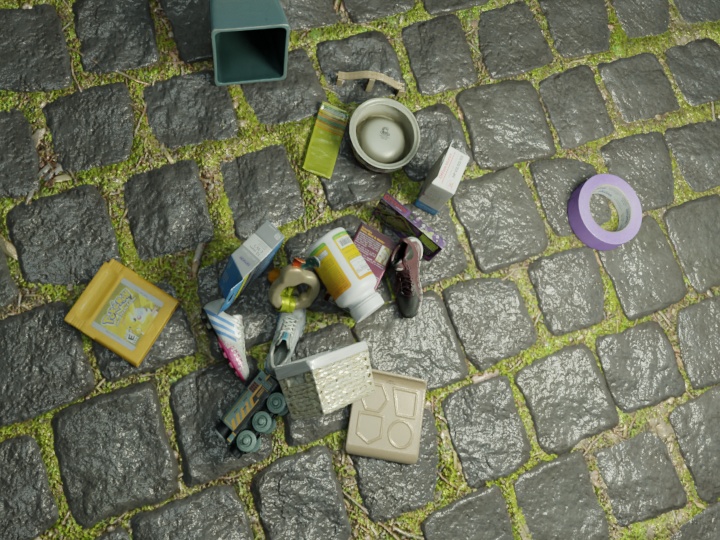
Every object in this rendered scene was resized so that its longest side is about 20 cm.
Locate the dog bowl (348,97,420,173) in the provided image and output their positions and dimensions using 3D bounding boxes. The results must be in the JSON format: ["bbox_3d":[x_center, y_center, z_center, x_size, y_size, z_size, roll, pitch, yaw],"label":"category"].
[{"bbox_3d":[0.058,-0.350,1.719,0.194,0.074,0.206,3,75,-11],"label":"dog bowl"}]

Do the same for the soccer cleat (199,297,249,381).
[{"bbox_3d":[-0.299,0.156,1.514,0.085,0.070,0.203,-30,83,-17],"label":"soccer cleat"}]

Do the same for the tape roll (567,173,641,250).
[{"bbox_3d":[0.685,-0.163,1.811,0.194,0.066,0.206,3,75,-11],"label":"tape roll"}]

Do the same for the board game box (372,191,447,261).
[{"bbox_3d":[0.122,-0.110,1.647,0.199,0.120,0.033,40,68,-1],"label":"board game box"}]

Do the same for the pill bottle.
[{"bbox_3d":[-0.031,0.014,1.496,0.110,0.111,0.203,-31,82,-17],"label":"pill bottle"}]

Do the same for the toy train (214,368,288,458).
[{"bbox_3d":[-0.244,0.325,1.476,0.113,0.085,0.201,37,80,13],"label":"toy train"}]

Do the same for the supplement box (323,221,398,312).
[{"bbox_3d":[0.000,0.000,1.610,0.108,0.086,0.204,28,72,-3],"label":"supplement box"}]

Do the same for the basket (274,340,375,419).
[{"bbox_3d":[-0.076,0.250,1.470,0.197,0.134,0.127,-11,84,-48],"label":"basket"}]

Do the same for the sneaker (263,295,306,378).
[{"bbox_3d":[-0.173,0.153,1.535,0.073,0.087,0.205,15,72,-5],"label":"sneaker"}]

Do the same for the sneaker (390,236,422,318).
[{"bbox_3d":[0.103,0.016,1.595,0.074,0.115,0.207,0,88,26],"label":"sneaker"}]

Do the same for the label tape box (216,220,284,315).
[{"bbox_3d":[-0.273,-0.005,1.494,0.066,0.144,0.200,41,53,1],"label":"label tape box"}]

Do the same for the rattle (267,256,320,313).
[{"bbox_3d":[-0.156,-0.008,1.495,0.126,0.203,0.146,1,49,-4],"label":"rattle"}]

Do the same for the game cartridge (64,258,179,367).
[{"bbox_3d":[-0.550,0.094,1.496,0.197,0.032,0.179,32,72,-4],"label":"game cartridge"}]

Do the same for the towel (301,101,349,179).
[{"bbox_3d":[-0.092,-0.347,1.715,0.084,0.018,0.205,17,73,-7],"label":"towel"}]

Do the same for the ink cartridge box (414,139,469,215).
[{"bbox_3d":[0.213,-0.236,1.656,0.066,0.200,0.117,26,72,-4],"label":"ink cartridge box"}]

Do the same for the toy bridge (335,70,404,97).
[{"bbox_3d":[0.027,-0.515,1.757,0.194,0.067,0.028,8,74,-11],"label":"toy bridge"}]

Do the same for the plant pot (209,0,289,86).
[{"bbox_3d":[-0.297,-0.627,1.659,0.191,0.197,0.205,-9,67,-14],"label":"plant pot"}]

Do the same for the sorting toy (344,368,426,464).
[{"bbox_3d":[0.062,0.352,1.565,0.180,0.036,0.206,12,78,-9],"label":"sorting toy"}]
